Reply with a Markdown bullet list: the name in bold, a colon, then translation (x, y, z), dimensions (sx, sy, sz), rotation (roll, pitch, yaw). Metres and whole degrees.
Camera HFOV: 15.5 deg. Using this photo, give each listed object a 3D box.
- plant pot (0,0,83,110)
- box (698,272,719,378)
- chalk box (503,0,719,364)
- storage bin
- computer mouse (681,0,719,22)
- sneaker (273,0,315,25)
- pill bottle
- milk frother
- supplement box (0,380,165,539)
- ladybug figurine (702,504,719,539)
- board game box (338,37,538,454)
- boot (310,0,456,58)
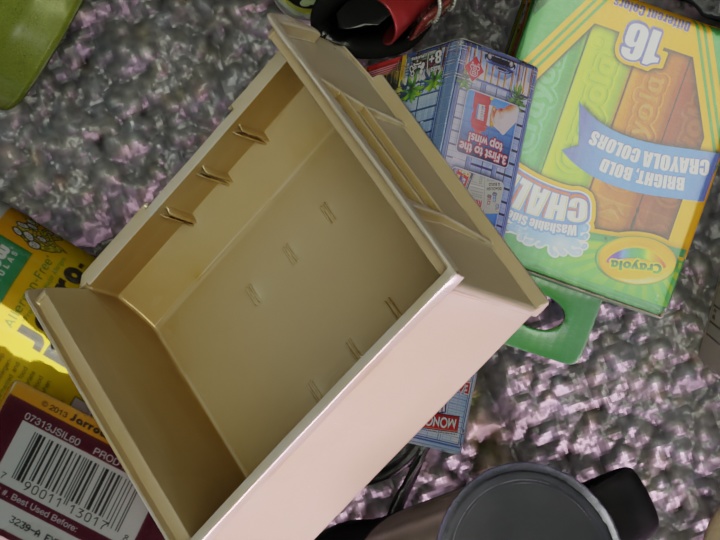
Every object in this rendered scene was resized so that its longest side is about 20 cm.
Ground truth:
- **plant pot**: translation (-0.240, -0.186, 1.414), dimensions (0.192, 0.200, 0.201), rotation (28, 94, -15)
- **box**: translation (0.268, -0.026, 1.446), dimensions (0.109, 0.128, 0.201), rotation (13, 95, -2)
- **chalk box**: translation (0.122, -0.049, 1.446), dimensions (0.124, 0.124, 0.201), rotation (18, 94, -1)
- **storage bin**: translation (-0.043, 0.009, 1.311), dimensions (0.200, 0.094, 0.199), rotation (-47, 56, 19)
- **computer mouse**: translation (0.162, -0.175, 1.486), dimensions (0.199, 0.034, 0.059), rotation (12, 86, 6)
- **sneaker**: translation (-0.032, -0.236, 1.454), dimensions (0.075, 0.076, 0.201), rotation (-11, 93, 3)
- **pill bottle**: translation (-0.190, 0.031, 1.457), dimensions (0.200, 0.113, 0.113), rotation (31, 94, -2)
- **milk frother**: translation (0.037, 0.127, 1.427), dimensions (0.200, 0.188, 0.181), rotation (48, 60, -8)
- **supplement box**: translation (-0.170, 0.148, 1.418), dimensions (0.110, 0.200, 0.086), rotation (28, 63, -3)
- **ladybug figurine**: translation (0.279, 0.190, 1.492), dimensions (0.200, 0.072, 0.136), rotation (39, 94, -3)
- **board game box**: translation (0.000, 0.000, 1.393), dimensions (0.062, 0.200, 0.201), rotation (16, 69, -41)
- **boot**: translation (0.071, -0.172, 1.365), dimensions (0.199, 0.144, 0.073), rotation (-22, 111, 26)
